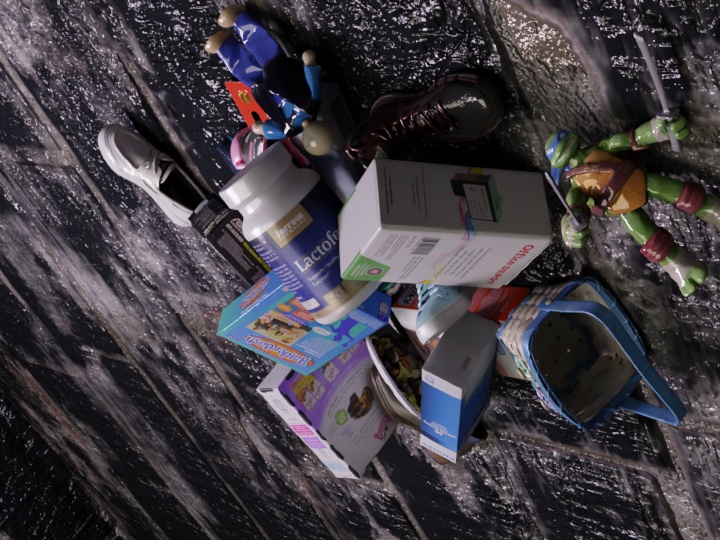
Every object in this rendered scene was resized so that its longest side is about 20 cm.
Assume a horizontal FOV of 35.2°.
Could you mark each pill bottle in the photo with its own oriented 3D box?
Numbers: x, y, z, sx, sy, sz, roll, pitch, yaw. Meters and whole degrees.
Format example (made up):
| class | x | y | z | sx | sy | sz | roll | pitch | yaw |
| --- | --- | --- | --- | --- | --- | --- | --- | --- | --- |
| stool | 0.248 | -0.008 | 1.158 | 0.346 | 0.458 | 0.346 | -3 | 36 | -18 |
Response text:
| class | x | y | z | sx | sy | sz | roll | pitch | yaw |
| --- | --- | --- | --- | --- | --- | --- | --- | --- | --- |
| pill bottle | -0.067 | -0.045 | 1.331 | 0.200 | 0.116 | 0.115 | 49 | 150 | -12 |

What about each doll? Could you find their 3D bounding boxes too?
| class | x | y | z | sx | sy | sz | roll | pitch | yaw |
| --- | --- | --- | --- | --- | --- | --- | --- | --- | --- |
| doll | -0.097 | -0.210 | 1.315 | 0.200 | 0.048 | 0.137 | 48 | 129 | 14 |

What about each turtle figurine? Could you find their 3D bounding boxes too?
| class | x | y | z | sx | sy | sz | roll | pitch | yaw |
| --- | --- | --- | --- | --- | --- | --- | --- | --- | --- |
| turtle figurine | 0.260 | -0.072 | 1.057 | 0.193 | 0.145 | 0.200 | 34 | 155 | 1 |

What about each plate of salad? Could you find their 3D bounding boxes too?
| class | x | y | z | sx | sy | sz | roll | pitch | yaw |
| --- | --- | --- | --- | --- | --- | --- | --- | --- | --- |
| plate of salad | 0.067 | 0.131 | 1.580 | 0.201 | 0.048 | 0.200 | 52 | -166 | -18 |

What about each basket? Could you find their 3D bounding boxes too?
| class | x | y | z | sx | sy | sz | roll | pitch | yaw |
| --- | --- | --- | --- | --- | --- | --- | --- | --- | --- |
| basket | 0.263 | 0.098 | 1.292 | 0.177 | 0.139 | 0.199 | 50 | 159 | -18 |

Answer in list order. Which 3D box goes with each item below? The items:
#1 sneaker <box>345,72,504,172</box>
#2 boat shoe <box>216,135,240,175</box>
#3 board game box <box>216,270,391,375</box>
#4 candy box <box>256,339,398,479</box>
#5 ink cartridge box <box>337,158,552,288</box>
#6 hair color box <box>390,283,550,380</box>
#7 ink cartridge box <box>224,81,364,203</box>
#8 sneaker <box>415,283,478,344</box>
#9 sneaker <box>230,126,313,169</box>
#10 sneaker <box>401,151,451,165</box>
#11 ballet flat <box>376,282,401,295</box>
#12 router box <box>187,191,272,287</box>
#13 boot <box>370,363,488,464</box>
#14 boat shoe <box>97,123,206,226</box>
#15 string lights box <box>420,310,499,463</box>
| class | x | y | z | sx | sy | sz | roll | pitch | yaw |
| --- | --- | --- | --- | --- | --- | --- | --- | --- | --- |
| sneaker | 0.058 | -0.143 | 1.215 | 0.199 | 0.116 | 0.076 | -6 | 124 | 53 |
| boat shoe | -0.130 | -0.091 | 1.535 | 0.200 | 0.069 | 0.084 | 49 | -179 | -13 |
| board game box | -0.077 | 0.061 | 1.508 | 0.151 | 0.045 | 0.200 | 27 | 141 | -25 |
| candy box | -0.033 | 0.189 | 1.737 | 0.200 | 0.168 | 0.071 | 50 | 150 | -18 |
| ink cartridge box | 0.089 | -0.048 | 1.246 | 0.198 | 0.085 | 0.145 | 3 | 157 | -17 |
| hair color box | 0.148 | 0.074 | 1.474 | 0.199 | 0.064 | 0.111 | 6 | 139 | 47 |
| ink cartridge box | -0.081 | -0.161 | 1.427 | 0.198 | 0.047 | 0.161 | 9 | 139 | 40 |
| sneaker | 0.088 | 0.021 | 1.351 | 0.082 | 0.200 | 0.074 | 45 | 113 | -3 |
| sneaker | -0.078 | -0.099 | 1.405 | 0.201 | 0.079 | 0.095 | 51 | 150 | -11 |
| sneaker | 0.067 | -0.077 | 1.373 | 0.082 | 0.072 | 0.200 | 5 | 151 | -31 |
| ballet flat | 0.000 | 0.000 | 1.556 | 0.064 | 0.076 | 0.199 | 22 | 173 | -43 |
| router box | -0.150 | -0.013 | 1.624 | 0.200 | 0.062 | 0.150 | 47 | 175 | -22 |
| boot | 0.106 | 0.202 | 1.717 | 0.097 | 0.075 | 0.200 | -29 | 110 | 41 |
| boat shoe | -0.301 | -0.145 | 1.686 | 0.200 | 0.072 | 0.065 | 49 | 145 | -19 |
| string lights box | 0.124 | 0.149 | 1.435 | 0.058 | 0.103 | 0.201 | 25 | 149 | 18 |
